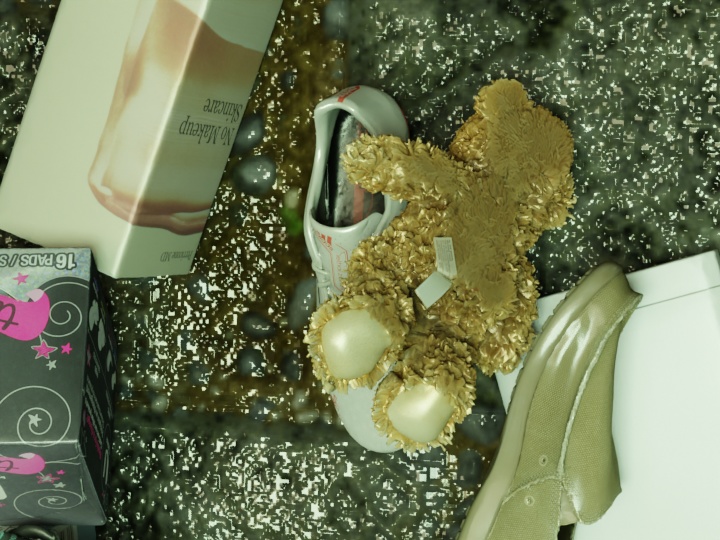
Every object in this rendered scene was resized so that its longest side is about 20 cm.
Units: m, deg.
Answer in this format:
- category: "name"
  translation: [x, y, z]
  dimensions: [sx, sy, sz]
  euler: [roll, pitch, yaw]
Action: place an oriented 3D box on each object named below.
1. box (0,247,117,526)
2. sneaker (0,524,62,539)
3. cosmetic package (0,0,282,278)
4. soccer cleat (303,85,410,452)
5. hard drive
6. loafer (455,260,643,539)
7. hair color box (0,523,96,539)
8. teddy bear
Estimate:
- category: "box"
  translation: [-0.236, 0.066, 0.926]
  dimensions: [0.199, 0.132, 0.115]
  euler: [-1, 64, -1]
- category: "sneaker"
  translation: [-0.156, 0.178, 0.910]
  dimensions: [0.199, 0.075, 0.080]
  euler: [0, 100, -7]
- category: "cosmetic package"
  translation: [-0.117, -0.103, 0.966]
  dimensions: [0.087, 0.103, 0.201]
  euler: [23, 100, 16]
- category: "soccer cleat"
  translation: [0.000, 0.000, 0.941]
  dimensions: [0.068, 0.085, 0.201]
  euler: [-1, 92, 17]
- category: "hard drive"
  translation: [0.152, 0.103, 0.929]
  dimensions: [0.131, 0.027, 0.201]
  euler: [-16, 88, 17]
- category: "loafer"
  translation: [0.106, 0.092, 0.895]
  dimensions: [0.067, 0.076, 0.201]
  euler: [24, 108, 14]
- category: "hair color box"
  translation: [-0.265, 0.160, 1.018]
  dimensions: [0.199, 0.099, 0.061]
  euler: [1, 104, 17]
- category: "teddy bear"
  translation: [0.040, -0.004, 0.891]
  dimensions: [0.145, 0.067, 0.201]
  euler: [24, 67, -24]
